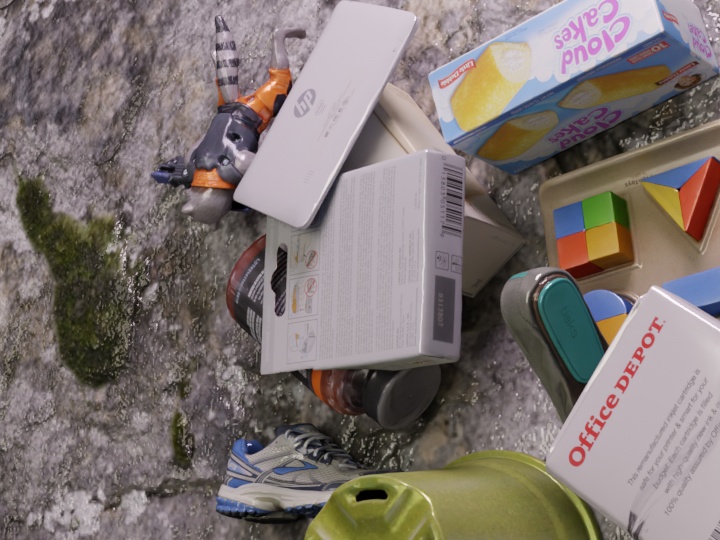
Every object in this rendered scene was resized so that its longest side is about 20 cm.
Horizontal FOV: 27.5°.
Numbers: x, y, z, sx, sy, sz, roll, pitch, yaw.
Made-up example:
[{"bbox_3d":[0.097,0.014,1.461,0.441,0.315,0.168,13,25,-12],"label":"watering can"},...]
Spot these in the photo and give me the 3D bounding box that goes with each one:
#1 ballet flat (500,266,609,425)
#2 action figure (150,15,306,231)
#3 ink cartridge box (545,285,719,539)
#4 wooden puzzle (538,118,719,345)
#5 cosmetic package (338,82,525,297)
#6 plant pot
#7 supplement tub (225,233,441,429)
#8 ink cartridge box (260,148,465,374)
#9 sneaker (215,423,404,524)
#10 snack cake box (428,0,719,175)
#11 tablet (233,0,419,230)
[{"bbox_3d":[0.167,0.085,1.115,0.064,0.067,0.201,-2,119,61],"label":"ballet flat"},{"bbox_3d":[-0.140,-0.133,1.407,0.199,0.104,0.195,-3,67,34],"label":"action figure"},{"bbox_3d":[0.240,0.124,0.942,0.200,0.084,0.146,36,100,37],"label":"ink cartridge box"},{"bbox_3d":[0.225,-0.002,1.138,0.184,0.046,0.201,-19,68,31],"label":"wooden puzzle"},{"bbox_3d":[0.041,-0.078,1.257,0.073,0.103,0.200,-48,57,18],"label":"cosmetic package"},{"bbox_3d":[0.057,0.228,1.117,0.199,0.184,0.202,-10,73,35],"label":"plant pot"},{"bbox_3d":[-0.021,0.053,1.268,0.200,0.107,0.107,39,102,35],"label":"supplement tub"},{"bbox_3d":[0.000,0.000,1.186,0.199,0.057,0.164,-13,71,52],"label":"ink cartridge box"},{"bbox_3d":[-0.045,0.172,1.277,0.199,0.077,0.086,-7,70,34],"label":"sneaker"},{"bbox_3d":[0.169,-0.157,1.175,0.199,0.115,0.068,-26,65,29],"label":"snack cake box"},{"bbox_3d":[-0.032,-0.135,1.240,0.130,0.014,0.201,25,85,55],"label":"tablet"}]
